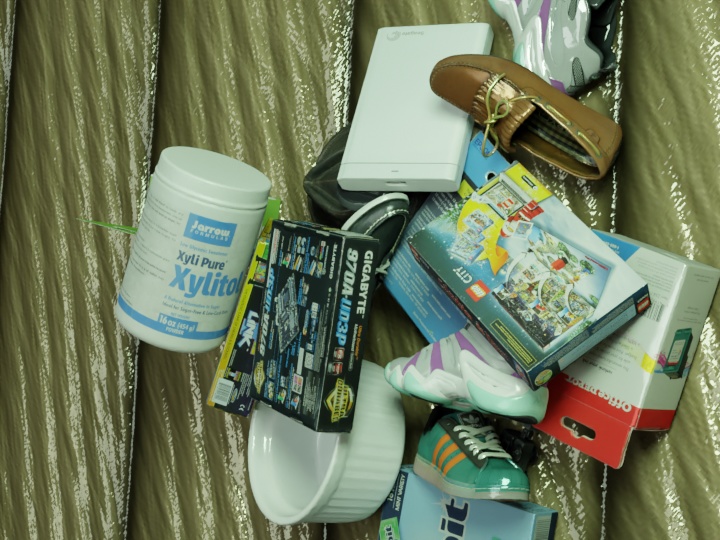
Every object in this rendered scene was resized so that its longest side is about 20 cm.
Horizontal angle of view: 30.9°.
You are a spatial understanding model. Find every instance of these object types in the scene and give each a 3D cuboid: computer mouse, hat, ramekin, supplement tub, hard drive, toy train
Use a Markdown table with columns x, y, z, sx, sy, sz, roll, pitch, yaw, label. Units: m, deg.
| x | y | z | sx | sy | sz | roll | pitch | yaw | label |
| --- | --- | --- | --- | --- | --- | --- | --- | --- | --- |
| 0.066 | -0.134 | 1.403 | 0.140 | 0.046 | 0.201 | 12 | 65 | 28 | computer mouse |
| -0.010 | -0.094 | 1.485 | 0.200 | 0.081 | 0.202 | -5 | 83 | 43 | hat |
| -0.036 | 0.184 | 1.437 | 0.200 | 0.097 | 0.201 | -28 | 56 | 52 | ramekin |
| -0.187 | -0.022 | 1.445 | 0.132 | 0.132 | 0.201 | 34 | 114 | 40 | supplement tub |
| 0.060 | -0.175 | 1.385 | 0.131 | 0.027 | 0.201 | 2 | 61 | 24 | hard drive |
| 0.177 | 0.127 | 1.320 | 0.046 | 0.034 | 0.201 | 35 | 110 | 53 | toy train |

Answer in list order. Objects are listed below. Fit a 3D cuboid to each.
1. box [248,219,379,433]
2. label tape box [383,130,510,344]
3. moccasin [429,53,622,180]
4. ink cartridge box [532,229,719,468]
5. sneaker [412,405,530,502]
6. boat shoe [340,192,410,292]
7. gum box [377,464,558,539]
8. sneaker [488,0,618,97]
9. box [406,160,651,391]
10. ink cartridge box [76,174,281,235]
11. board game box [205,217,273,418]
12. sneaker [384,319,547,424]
| x | y | z | sx | sy | sz | roll | pitch | yaw | label |
| --- | --- | --- | --- | --- | --- | --- | --- | --- | --- |
| -0.051 | 0.054 | 1.352 | 0.159 | 0.046 | 0.201 | 15 | 98 | 58 | box |
| 0.121 | -0.023 | 1.367 | 0.200 | 0.066 | 0.143 | -54 | 53 | 23 | label tape box |
| 0.157 | -0.148 | 1.282 | 0.201 | 0.078 | 0.074 | 32 | 138 | 4 | moccasin |
| 0.248 | 0.075 | 1.234 | 0.116 | 0.067 | 0.201 | 25 | 102 | 43 | ink cartridge box |
| 0.110 | 0.183 | 1.315 | 0.200 | 0.071 | 0.080 | -171 | 88 | -67 | sneaker |
| 0.000 | 0.000 | 1.392 | 0.200 | 0.075 | 0.060 | -55 | 48 | 40 | boat shoe |
| 0.102 | 0.309 | 1.359 | 0.199 | 0.044 | 0.171 | 12 | 93 | 44 | gum box |
| 0.207 | -0.277 | 1.316 | 0.140 | 0.078 | 0.201 | -26 | 77 | 36 | sneaker |
| 0.153 | 0.000 | 1.215 | 0.136 | 0.038 | 0.200 | -35 | 52 | -6 | box |
| -0.220 | -0.074 | 1.597 | 0.147 | 0.200 | 0.076 | 15 | 95 | 42 | ink cartridge box |
| -0.118 | 0.052 | 1.521 | 0.056 | 0.165 | 0.201 | 18 | 101 | -2 | board game box |
| 0.115 | 0.068 | 1.285 | 0.199 | 0.078 | 0.141 | 7 | 79 | 45 | sneaker |
